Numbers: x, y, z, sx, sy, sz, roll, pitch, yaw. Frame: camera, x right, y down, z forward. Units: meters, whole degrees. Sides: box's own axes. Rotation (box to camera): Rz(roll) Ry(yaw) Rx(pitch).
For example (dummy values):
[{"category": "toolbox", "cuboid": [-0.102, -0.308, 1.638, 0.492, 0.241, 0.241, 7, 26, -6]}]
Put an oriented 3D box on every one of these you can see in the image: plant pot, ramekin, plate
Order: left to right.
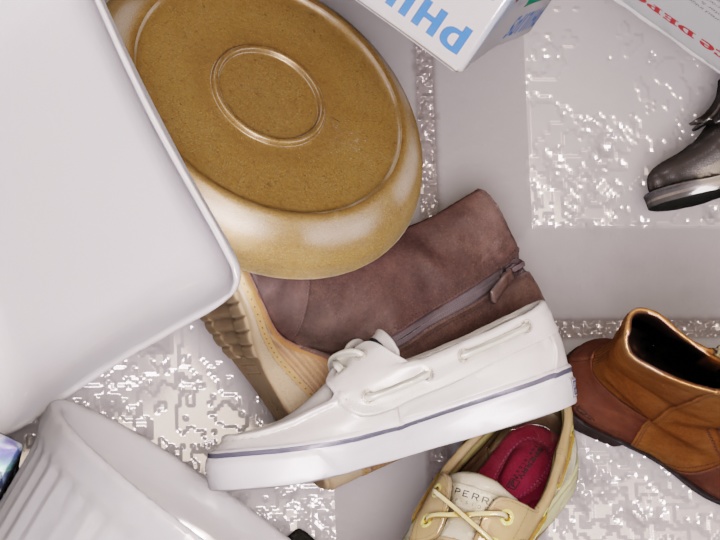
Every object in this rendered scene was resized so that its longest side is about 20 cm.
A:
[{"category": "plate", "cuboid": [-0.160, -0.042, 1.296, 0.032, 0.199, 0.201, -20, 82, -53]}, {"category": "ramekin", "cuboid": [-0.097, 0.159, 1.259, 0.200, 0.200, 0.098, 36, 91, -2]}, {"category": "plant pot", "cuboid": [-0.052, -0.086, 1.347, 0.199, 0.028, 0.201, 16, 50, -20]}]

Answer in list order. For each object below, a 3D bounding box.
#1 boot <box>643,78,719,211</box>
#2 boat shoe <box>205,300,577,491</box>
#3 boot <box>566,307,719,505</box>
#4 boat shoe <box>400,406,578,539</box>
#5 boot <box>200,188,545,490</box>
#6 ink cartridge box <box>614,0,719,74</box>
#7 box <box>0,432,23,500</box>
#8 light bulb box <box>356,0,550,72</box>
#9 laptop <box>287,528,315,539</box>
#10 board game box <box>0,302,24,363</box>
[{"category": "boot", "cuboid": [0.209, -0.144, 1.457, 0.199, 0.069, 0.175, -31, 88, -13]}, {"category": "boat shoe", "cuboid": [0.012, 0.064, 1.322, 0.199, 0.072, 0.066, -15, 91, -5]}, {"category": "boot", "cuboid": [0.205, 0.070, 1.353, 0.188, 0.200, 0.069, 27, 76, -4]}, {"category": "boat shoe", "cuboid": [0.058, 0.132, 1.342, 0.074, 0.067, 0.200, 17, 42, 17]}, {"category": "boot", "cuboid": [0.000, 0.000, 1.385, 0.166, 0.072, 0.201, -37, 110, -21]}, {"category": "ink cartridge box", "cuboid": [0.209, -0.176, 1.332, 0.145, 0.200, 0.083, 36, 78, 6]}, {"category": "box", "cuboid": [-0.280, 0.151, 1.303, 0.148, 0.107, 0.201, 26, 76, -3]}, {"category": "light bulb box", "cuboid": [0.078, -0.228, 1.349, 0.125, 0.198, 0.200, 36, 108, 5]}, {"category": "laptop", "cuboid": [-0.031, 0.276, 1.344, 0.187, 0.116, 0.200, -38, 45, -15]}, {"category": "board game box", "cuboid": [-0.138, -0.052, 1.397, 0.199, 0.045, 0.135, -28, 85, -13]}]
